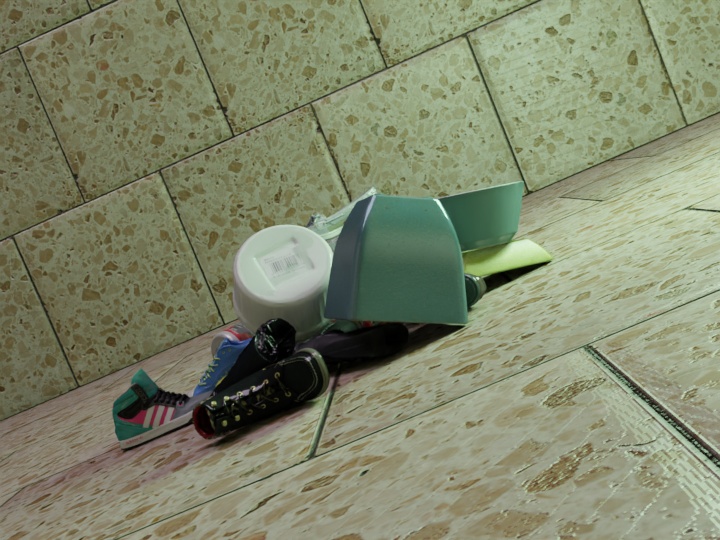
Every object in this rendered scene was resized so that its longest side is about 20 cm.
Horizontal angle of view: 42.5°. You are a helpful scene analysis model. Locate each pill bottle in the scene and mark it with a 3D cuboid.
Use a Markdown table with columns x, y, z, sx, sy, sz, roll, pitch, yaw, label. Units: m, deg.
| x | y | z | sx | sy | sz | roll | pitch | yaw | label |
| --- | --- | --- | --- | --- | --- | --- | --- | --- | --- |
| -0.204 | 0.145 | 1.934 | 0.199 | 0.112 | 0.110 | -27 | 6 | -41 | pill bottle |

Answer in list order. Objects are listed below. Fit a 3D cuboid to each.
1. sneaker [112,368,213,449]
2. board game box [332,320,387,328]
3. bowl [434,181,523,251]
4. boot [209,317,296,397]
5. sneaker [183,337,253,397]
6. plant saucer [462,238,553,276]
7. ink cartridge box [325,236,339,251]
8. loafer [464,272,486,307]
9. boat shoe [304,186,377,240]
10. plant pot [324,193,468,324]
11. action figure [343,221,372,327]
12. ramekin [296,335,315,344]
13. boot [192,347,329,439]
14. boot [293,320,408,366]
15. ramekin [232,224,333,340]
| x | y | z | sx | sy | sz | roll | pitch | yaw | label |
| --- | --- | --- | --- | --- | --- | --- | --- | --- | --- |
| -0.361 | 0.228 | 1.668 | 0.198 | 0.122 | 0.084 | -23 | 4 | -2 | sneaker |
| 0.045 | 0.082 | 1.805 | 0.198 | 0.047 | 0.151 | -24 | 4 | -7 | board game box |
| 0.213 | -0.094 | 1.713 | 0.198 | 0.106 | 0.201 | -11 | 1 | 0 | bowl |
| -0.157 | 0.144 | 1.545 | 0.168 | 0.076 | 0.200 | -48 | -2 | 28 | boot |
| -0.266 | 0.189 | 1.757 | 0.198 | 0.106 | 0.076 | -23 | 4 | -5 | sneaker |
| 0.233 | -0.021 | 1.760 | 0.198 | 0.048 | 0.200 | -12 | 3 | -19 | plant saucer |
| -0.017 | 0.003 | 1.809 | 0.083 | 0.147 | 0.200 | -21 | 2 | -14 | ink cartridge box |
| 0.153 | 0.039 | 1.623 | 0.063 | 0.073 | 0.199 | -19 | -2 | -39 | loafer |
| -0.050 | -0.099 | 1.799 | 0.200 | 0.065 | 0.074 | -22 | 2 | -11 | boat shoe |
| 0.055 | -0.017 | 1.502 | 0.193 | 0.203 | 0.196 | 2 | -3 | -14 | plant pot |
| 0.000 | 0.000 | 1.640 | 0.064 | 0.202 | 0.099 | -9 | -16 | 9 | action figure |
| -0.131 | 0.088 | 1.754 | 0.093 | 0.205 | 0.202 | -11 | 5 | 7 | ramekin |
| -0.145 | 0.184 | 1.340 | 0.153 | 0.074 | 0.203 | -23 | -5 | -36 | boot |
| 0.001 | 0.112 | 1.533 | 0.199 | 0.066 | 0.164 | -21 | 6 | 44 | boot |
| -0.131 | 0.016 | 1.633 | 0.199 | 0.201 | 0.098 | -24 | -33 | -15 | ramekin |
